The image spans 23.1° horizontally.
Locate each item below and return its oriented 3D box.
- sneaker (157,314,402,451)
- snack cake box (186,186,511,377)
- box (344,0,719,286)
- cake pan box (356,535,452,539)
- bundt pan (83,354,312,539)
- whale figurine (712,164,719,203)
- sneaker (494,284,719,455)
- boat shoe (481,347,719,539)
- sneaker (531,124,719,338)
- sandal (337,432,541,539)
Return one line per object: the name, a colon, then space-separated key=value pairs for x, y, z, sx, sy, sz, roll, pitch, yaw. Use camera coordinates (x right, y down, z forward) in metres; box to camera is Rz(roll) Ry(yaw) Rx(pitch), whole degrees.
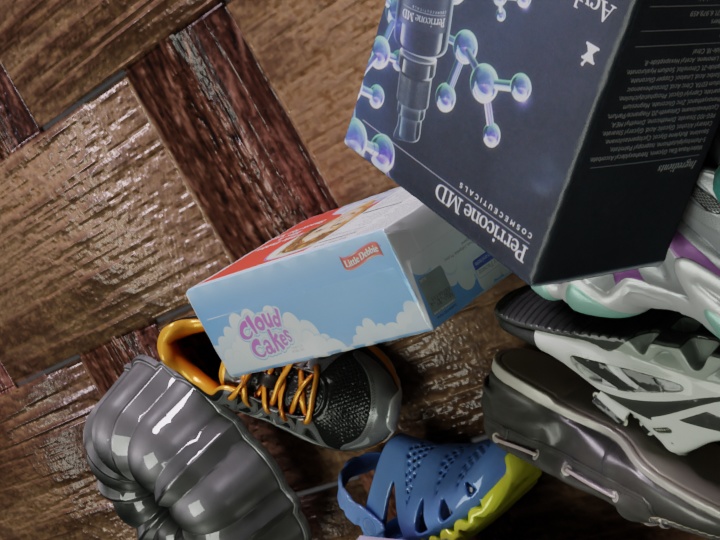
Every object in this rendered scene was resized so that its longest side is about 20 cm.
sneaker: x=-0.057 y=0.075 z=1.203 sx=0.199 sy=0.077 sz=0.079 roll=14 pitch=95 yaw=38
snack cake box: x=0.000 y=0.000 z=1.081 sx=0.200 sy=0.115 sz=0.067 roll=-16 pitch=104 yaw=49
box: x=0.098 y=-0.119 z=0.855 sx=0.148 sy=0.107 sz=0.201 roll=39 pitch=124 yaw=37
cake pan box: x=0.101 y=0.246 z=1.130 sx=0.184 sy=0.052 sz=0.200 roll=-4 pitch=139 yaw=41
bundt pan: x=-0.132 y=0.165 z=1.318 sx=0.202 sy=0.076 sz=0.202 roll=37 pitch=153 yaw=22
whale figurine: x=0.254 y=0.007 z=0.811 sx=0.200 sy=0.104 sz=0.159 roll=38 pitch=132 yaw=-4
sneaker: x=0.161 y=0.061 z=0.993 sx=0.199 sy=0.074 sz=0.089 roll=17 pitch=125 yaw=38
boat shoe: x=0.152 y=0.113 z=1.039 sx=0.200 sy=0.067 sz=0.057 roll=32 pitch=123 yaw=36
sneaker: x=0.167 y=-0.041 z=0.925 sx=0.199 sy=0.078 sz=0.141 roll=14 pitch=124 yaw=28
sandal: x=0.043 y=0.146 z=1.170 sx=0.087 sy=0.079 sz=0.200 roll=57 pitch=139 yaw=5
